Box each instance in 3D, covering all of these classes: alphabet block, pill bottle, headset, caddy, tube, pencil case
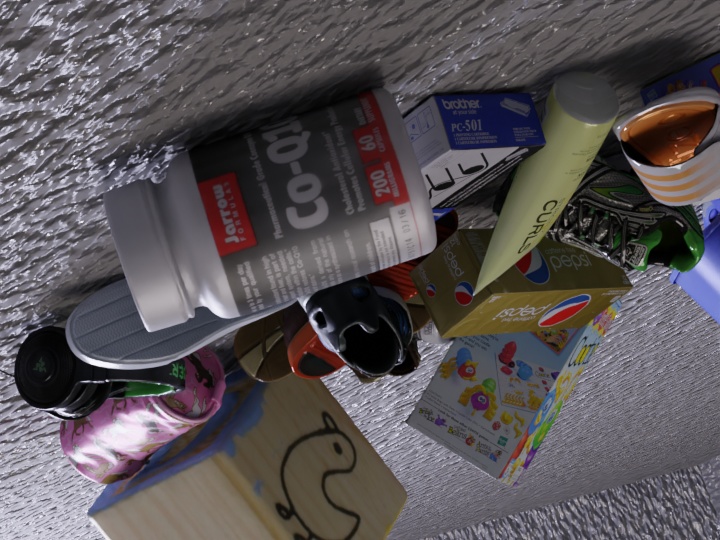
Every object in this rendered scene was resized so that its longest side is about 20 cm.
[{"bbox_3d":[-0.107,0.227,1.961,0.196,0.200,0.196,-28,-163,36],"label":"alphabet block"},{"bbox_3d":[-0.059,-0.036,1.322,0.198,0.115,0.114,-18,166,-2],"label":"pill bottle"},{"bbox_3d":[-0.240,0.098,1.634,0.198,0.095,0.124,1,170,2],"label":"headset"},{"bbox_3d":[0.367,-0.030,1.948,0.141,0.105,0.200,-40,168,-9],"label":"caddy"},{"bbox_3d":[0.136,-0.061,1.496,0.057,0.052,0.201,4,141,-17],"label":"tube"},{"bbox_3d":[-0.199,0.128,1.844,0.086,0.083,0.200,-8,162,-35],"label":"pencil case"}]

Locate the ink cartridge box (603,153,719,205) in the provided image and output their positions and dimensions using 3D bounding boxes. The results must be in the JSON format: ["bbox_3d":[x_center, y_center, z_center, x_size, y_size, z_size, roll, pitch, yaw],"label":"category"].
[{"bbox_3d":[0.221,-0.058,1.767,0.198,0.044,0.174,-15,165,-15],"label":"ink cartridge box"}]

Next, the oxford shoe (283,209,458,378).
[{"bbox_3d":[0.000,0.000,1.672,0.071,0.073,0.200,22,123,-43],"label":"oxford shoe"}]

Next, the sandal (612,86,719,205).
[{"bbox_3d":[0.248,-0.077,1.500,0.079,0.060,0.206,-22,158,16],"label":"sandal"}]

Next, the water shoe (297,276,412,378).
[{"bbox_3d":[0.001,0.053,1.585,0.071,0.079,0.200,-30,157,8],"label":"water shoe"}]

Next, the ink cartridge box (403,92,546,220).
[{"bbox_3d":[0.037,-0.067,1.478,0.093,0.045,0.200,-5,161,-38],"label":"ink cartridge box"}]

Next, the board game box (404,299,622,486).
[{"bbox_3d":[0.144,0.085,1.871,0.201,0.104,0.103,-59,163,0],"label":"board game box"}]

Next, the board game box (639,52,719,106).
[{"bbox_3d":[0.328,-0.148,1.549,0.199,0.045,0.134,-24,165,21],"label":"board game box"}]

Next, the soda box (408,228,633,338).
[{"bbox_3d":[0.134,0.009,1.670,0.199,0.064,0.068,-1,148,-48],"label":"soda box"}]

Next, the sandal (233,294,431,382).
[{"bbox_3d":[-0.020,0.039,1.762,0.199,0.081,0.054,-24,-179,26],"label":"sandal"}]

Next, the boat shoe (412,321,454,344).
[{"bbox_3d":[0.071,0.039,1.903,0.066,0.071,0.200,7,-173,19],"label":"boat shoe"}]

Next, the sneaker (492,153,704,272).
[{"bbox_3d":[0.195,-0.046,1.613,0.198,0.085,0.078,6,128,-29],"label":"sneaker"}]

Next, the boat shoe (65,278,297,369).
[{"bbox_3d":[-0.137,0.035,1.590,0.198,0.073,0.062,-15,171,-22],"label":"boat shoe"}]

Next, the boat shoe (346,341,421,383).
[{"bbox_3d":[0.008,0.065,1.889,0.074,0.075,0.202,-24,165,22],"label":"boat shoe"}]
